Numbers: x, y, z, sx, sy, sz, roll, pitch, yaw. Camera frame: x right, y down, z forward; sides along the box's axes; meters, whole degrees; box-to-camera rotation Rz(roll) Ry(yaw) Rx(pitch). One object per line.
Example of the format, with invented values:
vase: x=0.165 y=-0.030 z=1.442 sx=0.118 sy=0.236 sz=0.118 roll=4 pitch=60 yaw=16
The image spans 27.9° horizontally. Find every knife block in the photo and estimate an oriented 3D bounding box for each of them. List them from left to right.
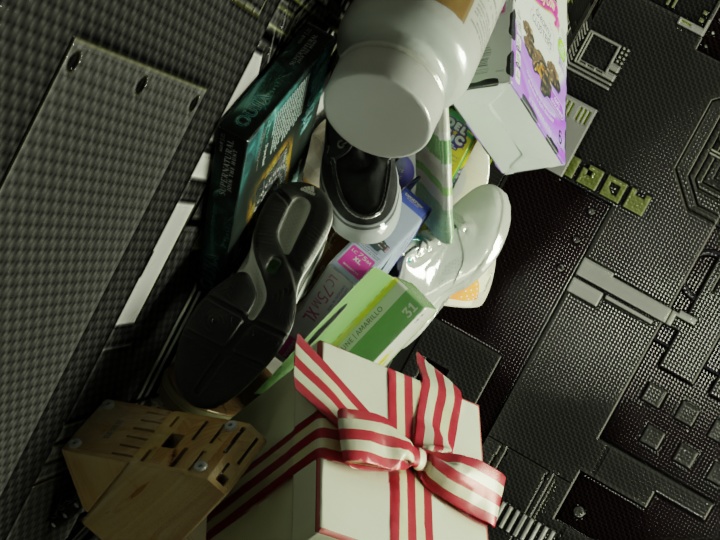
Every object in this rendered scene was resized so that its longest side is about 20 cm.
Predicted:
knife block: x=-0.154 y=0.191 z=1.126 sx=0.064 sy=0.198 sz=0.177 roll=-52 pitch=138 yaw=-45

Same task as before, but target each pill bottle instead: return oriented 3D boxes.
pill bottle: x=0.044 y=-0.191 z=1.154 sx=0.115 sy=0.113 sz=0.201 roll=107 pitch=6 yaw=-55

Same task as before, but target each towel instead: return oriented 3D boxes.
towel: x=0.062 y=-0.139 z=1.370 sx=0.153 sy=0.023 sz=0.202 roll=-119 pitch=-155 yaw=-74

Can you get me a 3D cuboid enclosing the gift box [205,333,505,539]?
gift box: x=-0.012 y=0.162 z=1.124 sx=0.186 sy=0.183 sz=0.201 roll=-38 pitch=-136 yaw=40

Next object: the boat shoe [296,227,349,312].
boat shoe: x=-0.062 y=-0.007 z=1.342 sx=0.201 sy=0.075 sz=0.074 roll=-62 pitch=168 yaw=-3

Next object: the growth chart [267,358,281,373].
growth chart: x=-0.080 y=0.114 z=1.404 sx=0.201 sy=0.144 sz=0.018 roll=-63 pitch=168 yaw=-5

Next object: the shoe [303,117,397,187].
shoe: x=0.001 y=-0.124 z=1.346 sx=0.054 sy=0.070 sz=0.200 roll=-56 pitch=173 yaw=32

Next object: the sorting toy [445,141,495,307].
sorting toy: x=0.060 y=-0.080 z=1.562 sx=0.106 sy=0.199 sz=0.181 roll=-12 pitch=127 yaw=-53

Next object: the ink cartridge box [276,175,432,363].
ink cartridge box: x=0.000 y=0.000 z=1.318 sx=0.120 sy=0.042 sz=0.200 roll=-55 pitch=177 yaw=36

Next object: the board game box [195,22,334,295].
board game box: x=-0.078 y=-0.083 z=1.152 sx=0.136 sy=0.028 sz=0.201 roll=-55 pitch=169 yaw=-37

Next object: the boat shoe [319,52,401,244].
boat shoe: x=0.001 y=-0.115 z=1.213 sx=0.067 sy=0.069 sz=0.201 roll=89 pitch=3 yaw=-51

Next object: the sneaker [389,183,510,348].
sneaker: x=0.068 y=-0.016 z=1.440 sx=0.200 sy=0.075 sz=0.088 roll=-50 pitch=130 yaw=-4

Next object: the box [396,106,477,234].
box: x=0.045 y=-0.112 z=1.489 sx=0.201 sy=0.117 sz=0.048 roll=-63 pitch=172 yaw=9

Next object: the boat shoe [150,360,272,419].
boat shoe: x=-0.129 y=0.121 z=1.297 sx=0.063 sy=0.074 sz=0.200 roll=-39 pitch=160 yaw=13

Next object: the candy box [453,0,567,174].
candy box: x=0.147 y=-0.225 z=1.427 sx=0.168 sy=0.071 sz=0.202 roll=43 pitch=46 yaw=-55

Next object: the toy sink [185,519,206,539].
toy sink: x=-0.114 y=0.215 z=1.316 sx=0.199 sy=0.113 sz=0.130 roll=-29 pitch=174 yaw=6

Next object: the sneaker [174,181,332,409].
sneaker: x=-0.079 y=0.036 z=1.174 sx=0.201 sy=0.075 sz=0.116 roll=-60 pitch=169 yaw=-21

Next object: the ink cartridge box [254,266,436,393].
ink cartridge box: x=-0.007 y=0.068 z=1.242 sx=0.146 sy=0.048 sz=0.200 roll=-47 pitch=172 yaw=3
